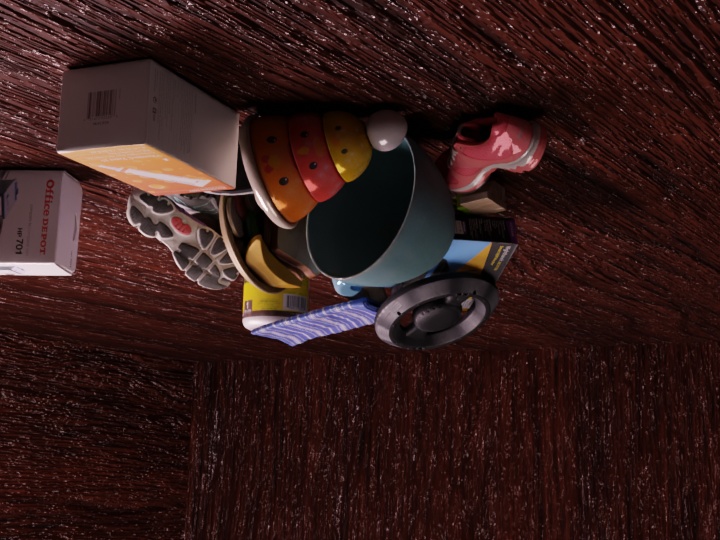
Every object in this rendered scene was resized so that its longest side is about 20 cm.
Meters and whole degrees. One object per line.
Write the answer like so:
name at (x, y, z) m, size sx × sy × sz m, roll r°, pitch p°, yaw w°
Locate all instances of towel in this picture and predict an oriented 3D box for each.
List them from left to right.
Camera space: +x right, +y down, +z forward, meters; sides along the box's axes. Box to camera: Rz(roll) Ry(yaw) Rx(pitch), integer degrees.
towel at (-0.052, 0.082, 1.800) m, size 0.197 × 0.024 × 0.144 m, roll -16°, pitch 165°, yaw 20°

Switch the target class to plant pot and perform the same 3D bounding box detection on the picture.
plant pot at (0.044, -0.066, 1.479) m, size 0.134 × 0.204 × 0.198 m, roll 22°, pitch 159°, yaw -38°

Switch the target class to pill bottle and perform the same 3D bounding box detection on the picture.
pill bottle at (-0.136, -0.004, 1.896) m, size 0.107 × 0.204 × 0.109 m, roll 2°, pitch 170°, yaw 0°

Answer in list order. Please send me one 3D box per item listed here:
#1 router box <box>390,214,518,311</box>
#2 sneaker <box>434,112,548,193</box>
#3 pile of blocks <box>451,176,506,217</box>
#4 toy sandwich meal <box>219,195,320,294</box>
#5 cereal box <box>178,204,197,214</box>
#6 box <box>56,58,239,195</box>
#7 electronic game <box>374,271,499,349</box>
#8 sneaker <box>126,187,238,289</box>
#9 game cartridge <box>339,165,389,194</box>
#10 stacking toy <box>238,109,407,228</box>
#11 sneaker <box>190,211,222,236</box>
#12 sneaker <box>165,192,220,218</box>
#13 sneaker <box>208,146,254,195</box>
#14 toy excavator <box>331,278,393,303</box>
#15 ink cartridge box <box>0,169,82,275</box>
router box at (0.137, -0.011, 1.750) m, size 0.146 × 0.052 × 0.201 m, roll 3°, pitch 148°, yaw -11°
sneaker at (0.142, -0.157, 1.445) m, size 0.086 × 0.075 × 0.199 m, roll 26°, pitch 156°, yaw -28°
pile of blocks at (0.136, -0.101, 1.720) m, size 0.081 × 0.063 × 0.199 m, roll 11°, pitch 158°, yaw -30°
toy sandwich meal at (-0.125, -0.059, 1.660) m, size 0.069 × 0.209 × 0.204 m, roll -16°, pitch 163°, yaw 25°
cereal box at (-0.261, -0.103, 1.832) m, size 0.142 × 0.040 × 0.199 m, roll 8°, pitch 167°, yaw -33°
box at (-0.243, -0.162, 1.359) m, size 0.122 × 0.099 × 0.199 m, roll -3°, pitch 169°, yaw 24°
electronic game at (0.117, 0.063, 1.774) m, size 0.196 × 0.042 × 0.201 m, roll -12°, pitch 149°, yaw -7°
sneaker at (-0.256, -0.058, 1.719) m, size 0.200 × 0.081 × 0.084 m, roll 44°, pitch -169°, yaw -16°
game cartridge at (-0.003, -0.111, 1.641) m, size 0.131 × 0.042 × 0.200 m, roll -15°, pitch 172°, yaw 5°
stacking toy at (-0.037, -0.150, 1.411) m, size 0.197 × 0.148 × 0.146 m, roll -21°, pitch 164°, yaw 14°
sneaker at (-0.192, -0.049, 1.799) m, size 0.196 × 0.074 × 0.085 m, roll -1°, pitch 167°, yaw 0°
sneaker at (-0.230, -0.122, 1.690) m, size 0.078 × 0.077 × 0.199 m, roll 10°, pitch 169°, yaw 35°
sneaker at (-0.158, -0.129, 1.589) m, size 0.196 × 0.073 × 0.083 m, roll 5°, pitch 170°, yaw -16°
toy excavator at (0.000, 0.000, 1.731) m, size 0.192 × 0.101 × 0.199 m, roll 3°, pitch 152°, yaw -41°
ink cartridge box at (-0.534, -0.073, 1.757) m, size 0.196 × 0.149 × 0.086 m, roll 0°, pitch 168°, yaw 7°
